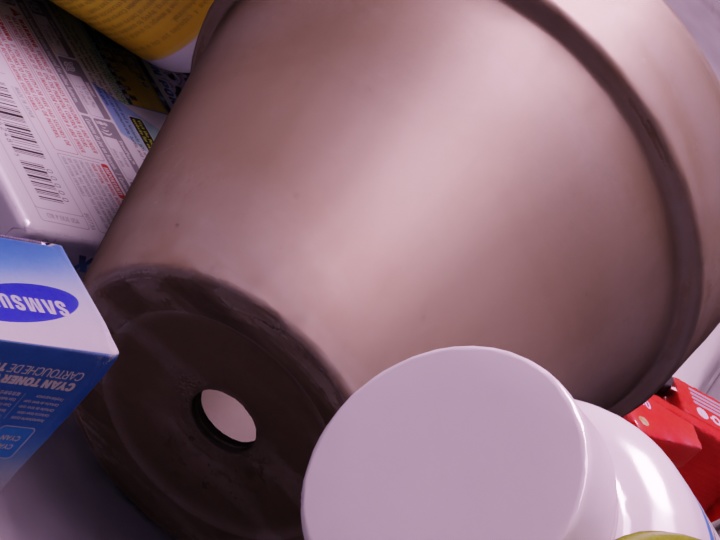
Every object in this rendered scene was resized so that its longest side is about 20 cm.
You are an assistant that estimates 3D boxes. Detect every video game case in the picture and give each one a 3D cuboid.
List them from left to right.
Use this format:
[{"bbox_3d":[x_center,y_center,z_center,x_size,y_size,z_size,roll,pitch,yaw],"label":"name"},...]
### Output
[{"bbox_3d":[-0.101,-0.067,1.088,0.182,0.022,0.200,13,38,-49],"label":"video game case"}]

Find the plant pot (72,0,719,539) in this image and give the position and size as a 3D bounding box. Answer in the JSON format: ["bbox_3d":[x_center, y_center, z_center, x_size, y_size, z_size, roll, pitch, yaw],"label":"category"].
[{"bbox_3d":[0.000,0.000,0.945,0.200,0.200,0.174,44,47,1],"label":"plant pot"}]

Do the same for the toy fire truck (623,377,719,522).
[{"bbox_3d":[0.105,0.087,1.121,0.200,0.049,0.141,29,28,-30],"label":"toy fire truck"}]

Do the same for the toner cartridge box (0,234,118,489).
[{"bbox_3d":[-0.163,0.027,0.750,0.200,0.095,0.043,9,42,-50],"label":"toner cartridge box"}]

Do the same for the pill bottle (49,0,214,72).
[{"bbox_3d":[-0.079,-0.142,1.081,0.200,0.112,0.112,32,27,-25],"label":"pill bottle"}]

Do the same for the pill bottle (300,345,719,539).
[{"bbox_3d":[0.056,0.105,0.857,0.200,0.112,0.112,53,8,-52],"label":"pill bottle"}]

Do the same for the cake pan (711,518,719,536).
[{"bbox_3d":[0.174,0.160,0.969,0.200,0.037,0.201,3,66,-7],"label":"cake pan"}]

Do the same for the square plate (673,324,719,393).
[{"bbox_3d":[0.094,-0.028,1.316,0.200,0.028,0.198,45,25,3],"label":"square plate"}]

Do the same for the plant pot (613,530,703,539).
[{"bbox_3d":[0.045,0.170,0.719,0.200,0.193,0.200,35,25,-19],"label":"plant pot"}]
